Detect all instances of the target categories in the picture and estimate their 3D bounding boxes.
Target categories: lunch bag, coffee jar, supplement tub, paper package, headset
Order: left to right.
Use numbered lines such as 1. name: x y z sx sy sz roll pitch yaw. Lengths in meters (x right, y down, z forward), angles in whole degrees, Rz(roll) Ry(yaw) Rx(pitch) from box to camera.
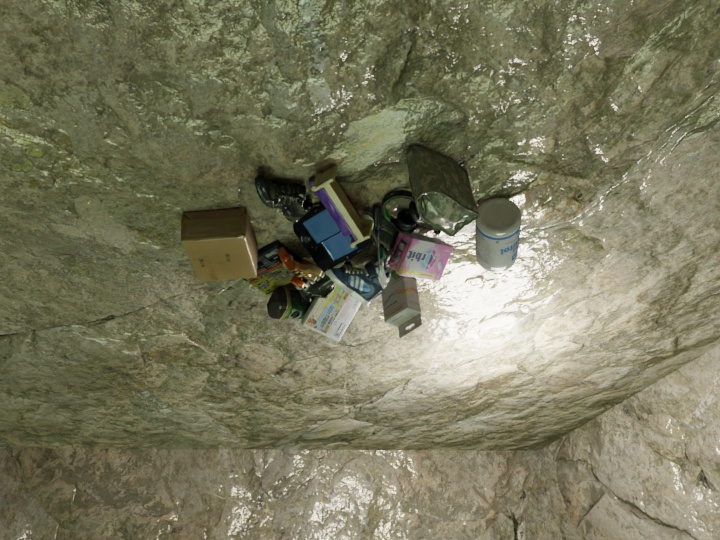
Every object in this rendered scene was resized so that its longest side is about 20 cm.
1. paper package: -0.393 -0.071 1.547 0.185 0.106 0.202 -4 146 0
2. coffee jar: -0.211 0.114 1.834 0.196 0.087 0.105 5 143 -32
3. headset: 0.151 -0.164 1.547 0.197 0.096 0.123 30 138 -20
4. lunch bag: 0.191 -0.206 1.385 0.197 0.167 0.117 24 135 -36
5. supplement tub: 0.401 -0.102 1.600 0.128 0.135 0.202 -10 146 6

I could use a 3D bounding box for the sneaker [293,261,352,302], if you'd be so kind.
1. sneaker: -0.108 0.038 1.737 0.196 0.067 0.092 -24 109 0

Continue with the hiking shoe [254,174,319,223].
1. hiking shoe: -0.193 -0.204 1.426 0.099 0.077 0.199 -30 149 18

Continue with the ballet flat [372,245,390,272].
1. ballet flat: 0.064 -0.004 1.751 0.067 0.069 0.201 -1 147 -28

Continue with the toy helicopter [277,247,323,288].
1. toy helicopter: -0.173 -0.011 1.600 0.132 0.080 0.198 38 164 -26

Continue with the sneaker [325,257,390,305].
1. sneaker: 0.000 0.000 1.663 0.199 0.081 0.147 38 100 -23

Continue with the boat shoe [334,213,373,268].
1. boat shoe: -0.027 -0.095 1.581 0.071 0.061 0.202 38 119 -7

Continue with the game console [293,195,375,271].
1. game console: -0.077 -0.104 1.536 0.197 0.031 0.179 -25 108 25

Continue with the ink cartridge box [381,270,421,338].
1. ink cartridge box: 0.132 0.104 1.792 0.066 0.204 0.116 22 138 -35

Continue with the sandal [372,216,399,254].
1. sandal: 0.093 -0.096 1.630 0.080 0.057 0.201 -45 120 -2

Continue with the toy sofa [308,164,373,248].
1. toy sofa: -0.056 -0.160 1.426 0.096 0.084 0.202 -23 119 22

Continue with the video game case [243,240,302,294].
1. video game case: -0.282 -0.005 1.729 0.197 0.026 0.180 -24 141 23

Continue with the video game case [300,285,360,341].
1. video game case: -0.086 0.123 1.838 0.181 0.023 0.203 31 91 -42

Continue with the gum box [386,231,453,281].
1. gum box: 0.175 -0.043 1.625 0.197 0.066 0.116 8 109 -42

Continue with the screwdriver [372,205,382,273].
1. screwdriver: 0.052 -0.088 1.572 0.027 0.029 0.205 1 115 11
